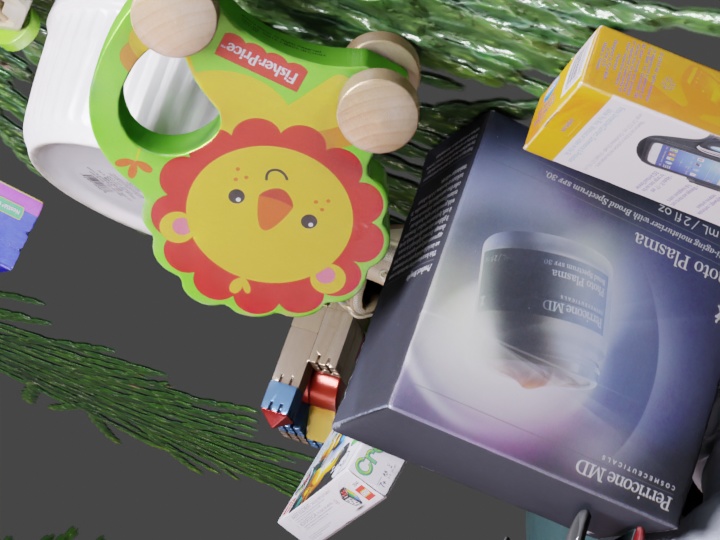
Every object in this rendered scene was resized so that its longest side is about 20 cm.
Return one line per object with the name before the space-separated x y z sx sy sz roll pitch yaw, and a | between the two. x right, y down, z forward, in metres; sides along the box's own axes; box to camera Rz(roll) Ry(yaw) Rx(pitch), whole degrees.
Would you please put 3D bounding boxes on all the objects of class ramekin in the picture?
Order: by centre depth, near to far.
ramekin | -0.118 -0.091 1.171 0.200 0.105 0.200 18 165 5

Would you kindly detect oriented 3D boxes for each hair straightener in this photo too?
hair straightener | 0.126 0.179 1.183 0.077 0.041 0.200 19 168 1

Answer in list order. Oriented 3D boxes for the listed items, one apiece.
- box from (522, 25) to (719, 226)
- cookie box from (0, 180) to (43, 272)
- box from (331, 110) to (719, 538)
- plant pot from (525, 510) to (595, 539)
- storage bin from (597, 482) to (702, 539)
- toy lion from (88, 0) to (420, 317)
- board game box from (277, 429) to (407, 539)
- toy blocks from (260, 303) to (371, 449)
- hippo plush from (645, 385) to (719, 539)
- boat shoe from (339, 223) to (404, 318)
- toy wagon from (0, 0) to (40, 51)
box | 0.199 -0.063 0.999 0.200 0.042 0.119 19 164 -5
cookie box | -0.410 -0.058 1.693 0.171 0.075 0.200 28 163 -25
box | 0.117 0.039 1.145 0.200 0.199 0.123 23 164 -13
plant pot | 0.262 0.310 1.995 0.200 0.135 0.200 19 164 6
storage bin | 0.272 0.203 1.539 0.145 0.200 0.134 26 172 -22
toy lion | -0.066 -0.066 1.054 0.200 0.069 0.192 25 119 -15
board game box | 0.024 0.086 1.251 0.035 0.200 0.126 36 147 -7
toy blocks | -0.030 0.095 1.627 0.100 0.137 0.200 15 164 15
hippo plush | 0.260 0.159 1.163 0.159 0.161 0.200 31 151 -17
boat shoe | 0.000 0.000 1.402 0.200 0.065 0.072 8 161 36
toy wagon | -0.299 -0.198 1.157 0.200 0.040 0.155 11 162 32
